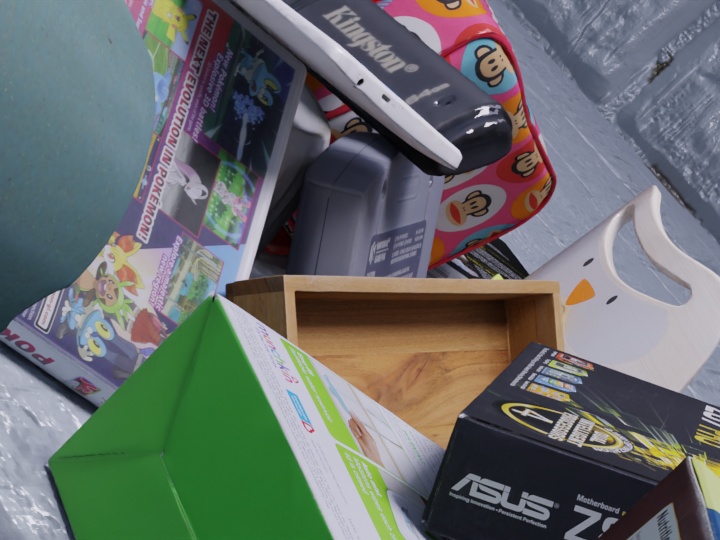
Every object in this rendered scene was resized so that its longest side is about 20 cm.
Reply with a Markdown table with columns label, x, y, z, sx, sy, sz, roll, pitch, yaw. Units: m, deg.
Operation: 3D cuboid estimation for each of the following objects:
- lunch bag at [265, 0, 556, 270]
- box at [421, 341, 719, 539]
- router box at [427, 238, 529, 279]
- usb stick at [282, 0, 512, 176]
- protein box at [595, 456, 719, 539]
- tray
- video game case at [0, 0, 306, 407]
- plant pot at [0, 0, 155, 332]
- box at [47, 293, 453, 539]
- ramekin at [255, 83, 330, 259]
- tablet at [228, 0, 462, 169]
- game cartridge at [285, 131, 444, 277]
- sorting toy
| label | x | y | z | sx | sy | sz | roll | pitch | yaw |
| --- | --- | --- | --- | --- | --- | --- | --- | --- | --- |
| lunch bag | 0.008 | -0.065 | 1.315 | 0.082 | 0.176 | 0.200 | 62 | -2 | 30 |
| box | 0.118 | 0.084 | 0.894 | 0.161 | 0.049 | 0.200 | 21 | 9 | 10 |
| router box | 0.055 | 0.002 | 1.520 | 0.200 | 0.051 | 0.149 | 34 | 15 | -44 |
| usb stick | 0.003 | -0.104 | 1.177 | 0.200 | 0.055 | 0.033 | 45 | -35 | 45 |
| protein box | 0.090 | 0.201 | 0.656 | 0.199 | 0.200 | 0.135 | 44 | 13 | -7 |
| tray | 0.021 | 0.054 | 1.052 | 0.200 | 0.037 | 0.099 | 1 | 83 | -53 |
| video game case | -0.110 | -0.054 | 0.976 | 0.182 | 0.023 | 0.200 | 38 | 50 | -32 |
| plant pot | -0.171 | -0.076 | 0.739 | 0.200 | 0.200 | 0.196 | 54 | 7 | 32 |
| box | 0.006 | 0.131 | 0.843 | 0.176 | 0.097 | 0.200 | 37 | 15 | -39 |
| ramekin | -0.105 | -0.083 | 1.140 | 0.200 | 0.105 | 0.200 | 43 | 13 | -12 |
| tablet | -0.046 | -0.118 | 1.075 | 0.200 | 0.014 | 0.130 | 39 | 2 | 32 |
| game cartridge | 0.000 | 0.000 | 1.176 | 0.041 | 0.133 | 0.200 | 16 | 7 | 11 |
| sorting toy | 0.110 | 0.043 | 1.273 | 0.107 | 0.180 | 0.200 | 38 | 14 | -32 |
